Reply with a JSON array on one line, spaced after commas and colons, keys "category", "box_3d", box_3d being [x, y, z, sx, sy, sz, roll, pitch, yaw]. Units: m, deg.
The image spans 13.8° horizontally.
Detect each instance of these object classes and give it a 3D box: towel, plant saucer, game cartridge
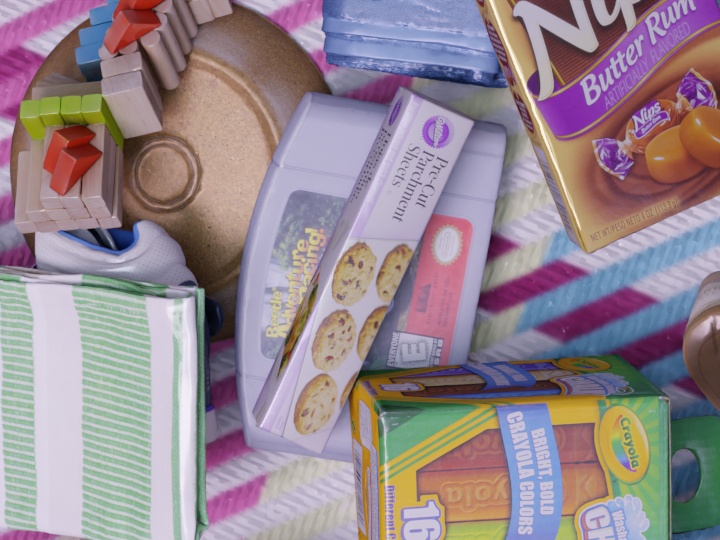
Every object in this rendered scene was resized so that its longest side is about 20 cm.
[{"category": "towel", "box_3d": [-0.172, 0.071, 1.603, 0.199, 0.023, 0.153, 6, 105, 25]}, {"category": "plant saucer", "box_3d": [-0.106, -0.056, 1.669, 0.199, 0.035, 0.201, 1, 95, 10]}, {"category": "towel", "box_3d": [0.042, -0.204, 1.621, 0.111, 0.049, 0.201, 9, 98, 8]}, {"category": "game cartridge", "box_3d": [0.000, 0.007, 1.638, 0.132, 0.041, 0.201, 9, 98, -5]}]

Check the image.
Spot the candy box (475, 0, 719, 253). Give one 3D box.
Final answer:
[{"category": "candy box", "box_3d": [0.132, -0.124, 1.581, 0.116, 0.056, 0.201, -24, 99, -3]}]

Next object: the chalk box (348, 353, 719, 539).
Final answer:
[{"category": "chalk box", "box_3d": [0.100, 0.117, 1.587, 0.199, 0.124, 0.126, -4, 99, -6]}]

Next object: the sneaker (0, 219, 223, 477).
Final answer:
[{"category": "sneaker", "box_3d": [-0.170, 0.035, 1.653, 0.199, 0.080, 0.147, -9, 94, 34]}]

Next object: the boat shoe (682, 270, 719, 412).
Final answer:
[{"category": "boat shoe", "box_3d": [0.242, 0.085, 1.602, 0.072, 0.065, 0.200, -31, 109, 23]}]

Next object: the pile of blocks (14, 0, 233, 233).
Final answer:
[{"category": "pile of blocks", "box_3d": [-0.138, -0.115, 1.611, 0.082, 0.062, 0.201, 18, 67, 21]}]

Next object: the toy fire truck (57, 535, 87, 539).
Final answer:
[{"category": "toy fire truck", "box_3d": [-0.179, 0.204, 1.648, 0.128, 0.176, 0.201, -3, 80, 11]}]

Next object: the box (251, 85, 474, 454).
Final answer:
[{"category": "box", "box_3d": [0.000, 0.000, 1.599, 0.041, 0.039, 0.201, 24, 95, -12]}]
